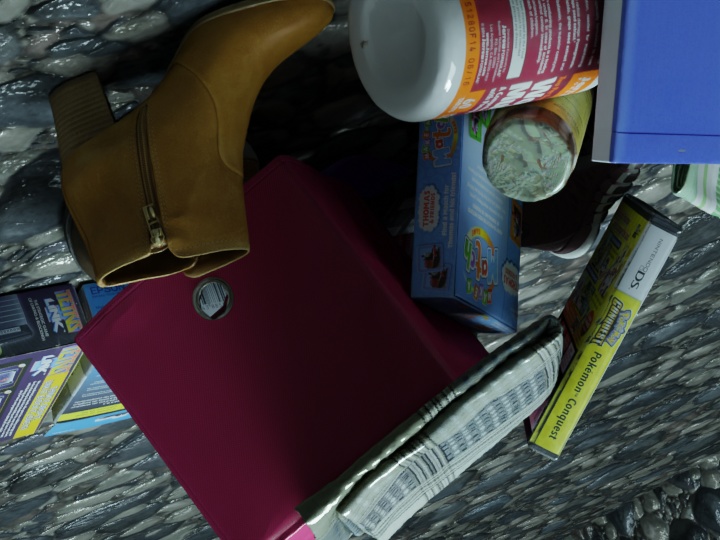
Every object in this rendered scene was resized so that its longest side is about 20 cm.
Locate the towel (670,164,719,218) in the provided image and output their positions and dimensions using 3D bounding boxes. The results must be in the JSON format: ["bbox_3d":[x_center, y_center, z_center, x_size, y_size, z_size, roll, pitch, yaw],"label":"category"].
[{"bbox_3d":[0.293,-0.113,1.272,0.023,0.153,0.200,7,174,33],"label":"towel"}]

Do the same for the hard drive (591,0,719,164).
[{"bbox_3d":[0.202,-0.168,1.047,0.132,0.200,0.025,-3,-170,-44],"label":"hard drive"}]

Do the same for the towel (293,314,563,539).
[{"bbox_3d":[0.049,0.113,1.043,0.200,0.035,0.193,-37,167,-5],"label":"towel"}]

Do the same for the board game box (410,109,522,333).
[{"bbox_3d":[0.080,-0.066,1.166,0.037,0.200,0.151,-2,168,21],"label":"board game box"}]

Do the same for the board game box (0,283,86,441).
[{"bbox_3d":[-0.327,0.090,1.353,0.165,0.057,0.200,-13,159,-31],"label":"board game box"}]

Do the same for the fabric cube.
[{"bbox_3d":[-0.040,0.067,1.159,0.196,0.199,0.200,-40,167,9],"label":"fabric cube"}]

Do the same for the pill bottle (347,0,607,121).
[{"bbox_3d":[0.100,-0.161,1.051,0.200,0.110,0.110,-13,160,-33],"label":"pill bottle"}]

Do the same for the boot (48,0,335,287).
[{"bbox_3d":[-0.088,-0.077,1.024,0.201,0.144,0.071,-23,162,1],"label":"boot"}]

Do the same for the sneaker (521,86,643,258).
[{"bbox_3d":[0.142,-0.079,1.263,0.115,0.076,0.200,-2,139,-17],"label":"sneaker"}]

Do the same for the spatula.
[{"bbox_3d":[0.051,-0.079,1.361,0.200,0.021,0.056,-4,161,-45],"label":"spatula"}]

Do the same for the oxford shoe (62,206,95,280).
[{"bbox_3d":[-0.161,-0.029,1.171,0.073,0.085,0.200,-15,161,-26],"label":"oxford shoe"}]

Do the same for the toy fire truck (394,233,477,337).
[{"bbox_3d":[-0.010,0.023,1.449,0.176,0.200,0.129,-24,132,-48],"label":"toy fire truck"}]

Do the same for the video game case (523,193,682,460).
[{"bbox_3d":[0.170,0.035,1.210,0.181,0.025,0.200,-63,180,8],"label":"video game case"}]

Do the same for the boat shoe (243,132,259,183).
[{"bbox_3d":[-0.111,-0.036,1.227,0.075,0.068,0.200,-17,160,-14],"label":"boat shoe"}]

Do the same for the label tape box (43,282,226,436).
[{"bbox_3d":[-0.193,0.070,1.436,0.143,0.066,0.200,-10,161,-30],"label":"label tape box"}]

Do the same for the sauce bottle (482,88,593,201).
[{"bbox_3d":[0.129,-0.114,1.154,0.065,0.065,0.200,-31,-165,25],"label":"sauce bottle"}]

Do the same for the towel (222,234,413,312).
[{"bbox_3d":[0.000,0.000,1.324,0.200,0.023,0.145,-5,-161,16],"label":"towel"}]

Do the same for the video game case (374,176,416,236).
[{"bbox_3d":[0.112,-0.066,1.387,0.200,0.019,0.143,-11,169,-12],"label":"video game case"}]
